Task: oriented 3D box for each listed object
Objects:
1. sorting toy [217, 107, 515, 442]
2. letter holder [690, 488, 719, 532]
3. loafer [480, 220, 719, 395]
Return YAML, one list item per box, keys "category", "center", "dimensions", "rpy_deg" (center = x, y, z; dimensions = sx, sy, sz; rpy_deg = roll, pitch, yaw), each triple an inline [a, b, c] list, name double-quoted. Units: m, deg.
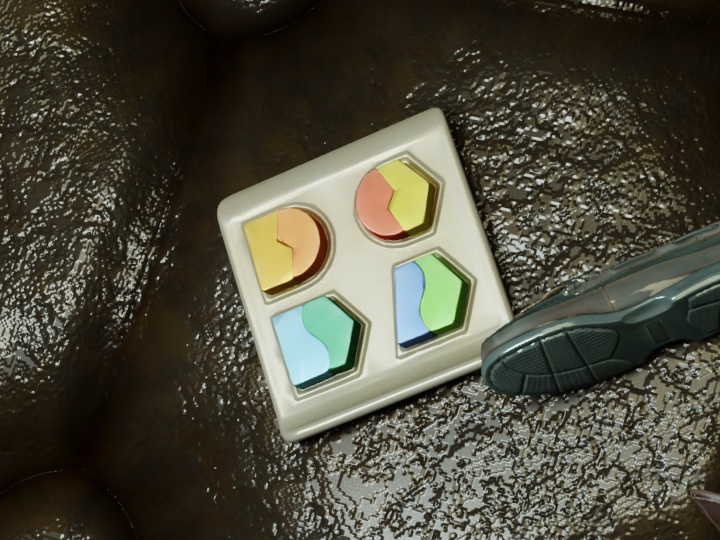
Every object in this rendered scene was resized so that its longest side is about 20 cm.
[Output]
- category: "sorting toy"
  center: [0.000, 0.000, 1.445]
  dimensions: [0.184, 0.036, 0.201]
  rpy_deg: [-23, 67, 13]
- category: "letter holder"
  center: [0.313, 0.130, 1.226]
  dimensions: [0.199, 0.142, 0.101]
  rpy_deg: [16, 80, 25]
- category: "loafer"
  center: [0.172, 0.025, 1.364]
  dimensions: [0.199, 0.072, 0.063]
  rpy_deg: [-19, 48, 7]
